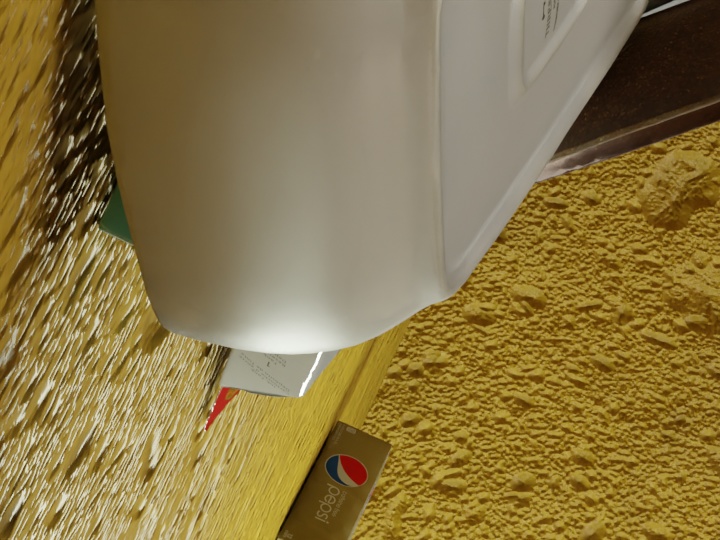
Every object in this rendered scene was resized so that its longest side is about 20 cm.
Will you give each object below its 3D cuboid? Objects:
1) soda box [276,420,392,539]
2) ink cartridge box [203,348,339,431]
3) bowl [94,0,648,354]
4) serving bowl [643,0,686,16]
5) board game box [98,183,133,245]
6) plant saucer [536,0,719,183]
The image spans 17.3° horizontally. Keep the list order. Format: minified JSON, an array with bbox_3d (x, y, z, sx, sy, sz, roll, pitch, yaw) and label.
[{"bbox_3d":[-0.032,0.238,2.327,0.200,0.064,0.068,-62,175,-54],"label":"soda box"},{"bbox_3d":[0.000,0.000,1.122,0.161,0.050,0.200,-50,172,-25],"label":"ink cartridge box"},{"bbox_3d":[0.020,-0.085,0.609,0.200,0.074,0.201,-54,157,-31],"label":"bowl"},{"bbox_3d":[0.149,-0.131,0.790,0.200,0.199,0.066,14,58,-86],"label":"serving bowl"},{"bbox_3d":[-0.010,-0.094,0.752,0.151,0.047,0.201,4,109,-86],"label":"board game box"},{"bbox_3d":[0.109,-0.065,0.763,0.200,0.199,0.035,-20,91,-85],"label":"plant saucer"}]
